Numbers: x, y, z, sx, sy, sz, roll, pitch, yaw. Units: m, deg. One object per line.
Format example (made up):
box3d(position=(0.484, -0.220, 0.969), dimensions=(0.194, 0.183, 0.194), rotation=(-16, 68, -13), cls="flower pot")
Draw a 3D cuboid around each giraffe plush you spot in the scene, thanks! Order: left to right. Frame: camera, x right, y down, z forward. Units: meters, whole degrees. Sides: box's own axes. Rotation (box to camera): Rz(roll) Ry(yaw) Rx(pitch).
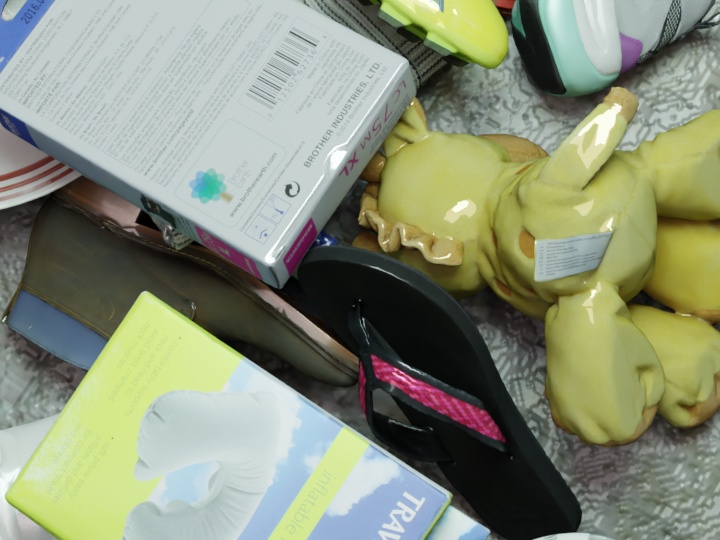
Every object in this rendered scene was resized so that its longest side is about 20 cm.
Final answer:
box3d(position=(0.079, -0.015, 1.178), dimensions=(0.162, 0.200, 0.173), rotation=(14, 88, 40), cls="giraffe plush")

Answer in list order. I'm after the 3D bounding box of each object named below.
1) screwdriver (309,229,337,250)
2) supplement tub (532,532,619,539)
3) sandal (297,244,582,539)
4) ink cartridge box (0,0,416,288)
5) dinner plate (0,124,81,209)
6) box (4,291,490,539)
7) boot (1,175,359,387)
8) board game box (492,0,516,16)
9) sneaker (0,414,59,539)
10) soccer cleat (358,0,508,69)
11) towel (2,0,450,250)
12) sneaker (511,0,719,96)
box3d(position=(0.000, 0.000, 1.176), dimensions=(0.200, 0.028, 0.029), rotation=(38, 94, 0), cls="screwdriver")
box3d(position=(0.101, 0.182, 1.110), dimensions=(0.122, 0.200, 0.123), rotation=(-1, 81, 8), cls="supplement tub")
box3d(position=(0.037, 0.068, 1.159), dimensions=(0.200, 0.075, 0.045), rotation=(53, 52, -22), cls="sandal")
box3d(position=(-0.088, -0.090, 1.156), dimensions=(0.200, 0.042, 0.119), rotation=(30, 75, 16), cls="ink cartridge box")
box3d(position=(-0.196, -0.109, 1.261), dimensions=(0.200, 0.024, 0.200), rotation=(-2, 58, 4), cls="dinner plate")
box3d(position=(-0.052, 0.115, 1.157), dimensions=(0.200, 0.048, 0.122), rotation=(33, 85, 6), cls="box")
box3d(position=(-0.088, 0.028, 1.233), dimensions=(0.200, 0.075, 0.097), rotation=(32, 97, 21), cls="boot")
box3d(position=(0.070, -0.232, 1.256), dimensions=(0.103, 0.019, 0.200), rotation=(8, 82, -6), cls="board game box")
box3d(position=(-0.210, 0.115, 1.209), dimensions=(0.200, 0.080, 0.070), rotation=(-27, 35, 1), cls="sneaker")
box3d(position=(0.010, -0.179, 1.199), dimensions=(0.084, 0.065, 0.200), rotation=(-46, 67, 6), cls="soccer cleat")
box3d(position=(-0.078, -0.136, 1.233), dimensions=(0.192, 0.035, 0.200), rotation=(-35, 77, -22), cls="towel")
box3d(position=(0.118, -0.199, 1.217), dimensions=(0.140, 0.078, 0.200), rotation=(-24, 98, -13), cls="sneaker")
